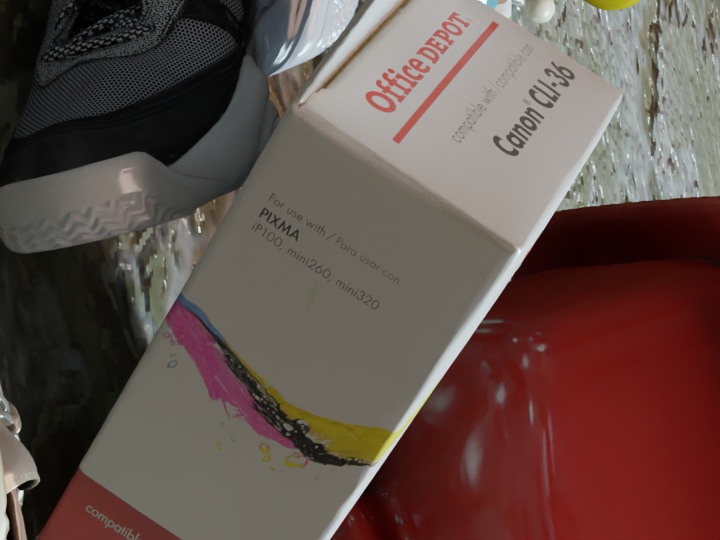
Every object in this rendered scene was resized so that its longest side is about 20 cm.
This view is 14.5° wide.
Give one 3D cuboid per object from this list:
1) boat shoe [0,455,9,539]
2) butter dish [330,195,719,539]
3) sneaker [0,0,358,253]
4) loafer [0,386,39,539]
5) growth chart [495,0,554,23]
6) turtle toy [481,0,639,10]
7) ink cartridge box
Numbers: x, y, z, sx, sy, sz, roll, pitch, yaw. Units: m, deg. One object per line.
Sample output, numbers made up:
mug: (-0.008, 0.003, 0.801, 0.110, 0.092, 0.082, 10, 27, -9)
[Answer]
boat shoe: (-0.113, 0.062, 0.569, 0.065, 0.072, 0.200, -26, 107, -55)
butter dish: (0.054, 0.082, 0.927, 0.200, 0.148, 0.200, 177, -94, -68)
sneaker: (-0.063, -0.086, 0.755, 0.200, 0.075, 0.114, -60, 133, -60)
loafer: (-0.092, 0.063, 0.638, 0.072, 0.063, 0.200, -25, 107, -68)
growth chart: (0.041, -0.163, 1.129, 0.200, 0.018, 0.145, 11, 74, -68)
turtle toy: (0.030, -0.170, 0.975, 0.146, 0.101, 0.200, 35, 45, -33)
ink cartridge box: (0.000, 0.000, 0.732, 0.200, 0.067, 0.116, -58, 178, 29)
